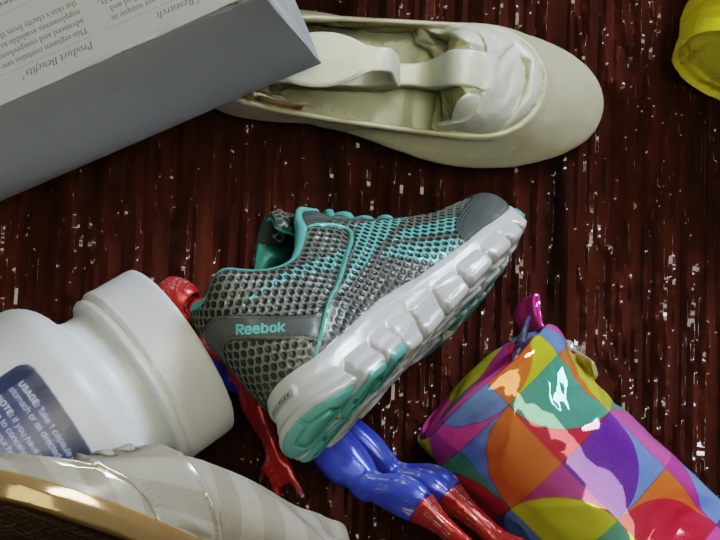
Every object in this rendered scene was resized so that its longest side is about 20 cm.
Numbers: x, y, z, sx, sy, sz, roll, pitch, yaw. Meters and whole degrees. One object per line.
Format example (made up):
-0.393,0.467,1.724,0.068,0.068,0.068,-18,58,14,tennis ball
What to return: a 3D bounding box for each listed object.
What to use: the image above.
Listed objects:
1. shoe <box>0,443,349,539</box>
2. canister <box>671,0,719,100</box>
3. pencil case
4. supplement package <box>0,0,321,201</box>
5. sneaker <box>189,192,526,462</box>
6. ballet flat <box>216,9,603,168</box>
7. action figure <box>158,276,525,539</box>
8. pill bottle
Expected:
-0.079,0.105,1.158,0.200,0.070,0.053,23,53,-33,shoe
0.247,-0.165,1.361,0.149,0.087,0.200,22,72,-7,canister
0.117,0.109,1.270,0.088,0.088,0.200,-42,90,-18,pencil case
-0.136,-0.109,1.194,0.200,0.156,0.111,-22,81,5,supplement package
0.000,0.000,1.239,0.091,0.078,0.200,42,35,8,sneaker
0.021,-0.086,1.302,0.200,0.069,0.069,4,76,-12,ballet flat
-0.018,0.071,1.255,0.200,0.065,0.052,44,114,14,action figure
-0.157,0.086,1.197,0.200,0.111,0.111,-33,86,-17,pill bottle
